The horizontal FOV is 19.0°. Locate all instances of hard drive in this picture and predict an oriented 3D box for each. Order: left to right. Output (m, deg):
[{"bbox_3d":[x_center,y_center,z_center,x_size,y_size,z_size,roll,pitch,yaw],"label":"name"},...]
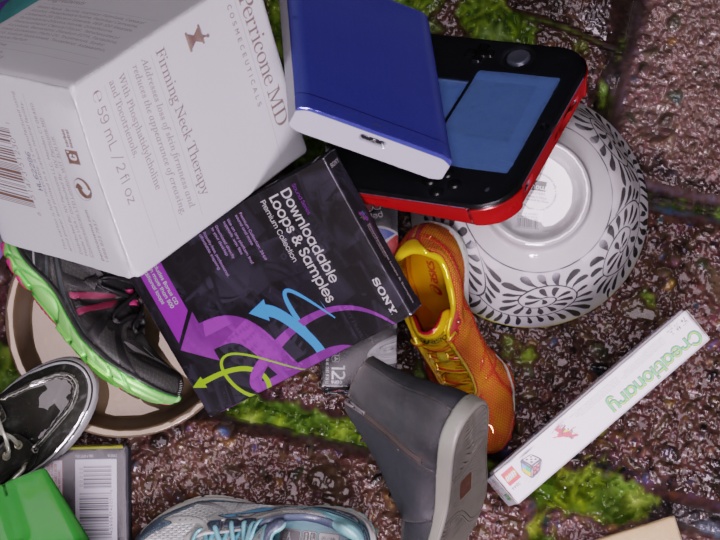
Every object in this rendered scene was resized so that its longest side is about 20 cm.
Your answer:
[{"bbox_3d":[0.001,-0.160,1.704,0.131,0.201,0.025,18,126,-19],"label":"hard drive"}]

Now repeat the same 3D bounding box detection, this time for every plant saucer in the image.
[{"bbox_3d":[-0.194,0.039,1.786,0.198,0.029,0.202,0,83,0],"label":"plant saucer"}]

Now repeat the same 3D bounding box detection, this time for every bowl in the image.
[{"bbox_3d":[0.140,-0.058,1.760,0.199,0.094,0.202,0,83,1],"label":"bowl"}]

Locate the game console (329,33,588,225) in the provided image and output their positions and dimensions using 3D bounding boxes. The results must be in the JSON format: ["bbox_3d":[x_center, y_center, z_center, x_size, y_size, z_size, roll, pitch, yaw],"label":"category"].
[{"bbox_3d":[0.075,-0.118,1.724,0.176,0.031,0.200,13,48,24],"label":"game console"}]

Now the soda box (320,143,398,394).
[{"bbox_3d":[0.000,0.000,1.766,0.063,0.071,0.202,0,83,0],"label":"soda box"}]

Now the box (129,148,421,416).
[{"bbox_3d":[-0.071,0.012,1.701,0.199,0.036,0.144,-28,98,20],"label":"box"}]

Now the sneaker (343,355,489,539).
[{"bbox_3d":[0.041,0.155,1.719,0.106,0.201,0.075,28,44,24],"label":"sneaker"}]

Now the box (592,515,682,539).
[{"bbox_3d":[0.186,0.307,1.754,0.199,0.021,0.165,-17,83,-2],"label":"box"}]

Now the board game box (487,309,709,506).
[{"bbox_3d":[0.187,0.112,1.724,0.200,0.126,0.035,-40,84,-3],"label":"board game box"}]

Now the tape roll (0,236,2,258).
[{"bbox_3d":[-0.386,-0.066,1.783,0.198,0.066,0.202,0,83,1],"label":"tape roll"}]

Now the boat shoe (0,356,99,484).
[{"bbox_3d":[-0.292,0.144,1.731,0.200,0.064,0.071,-42,85,-3],"label":"boat shoe"}]

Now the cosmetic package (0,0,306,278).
[{"bbox_3d":[-0.181,-0.126,1.668,0.200,0.166,0.168,-39,126,-35],"label":"cosmetic package"}]

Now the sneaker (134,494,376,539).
[{"bbox_3d":[-0.087,0.216,1.735,0.198,0.086,0.078,-5,83,0],"label":"sneaker"}]

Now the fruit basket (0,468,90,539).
[{"bbox_3d":[-0.282,0.284,1.683,0.214,0.156,0.217,0,70,1],"label":"fruit basket"}]

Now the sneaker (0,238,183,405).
[{"bbox_3d":[-0.207,0.025,1.736,0.084,0.077,0.200,-40,86,0],"label":"sneaker"}]

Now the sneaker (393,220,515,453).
[{"bbox_3d":[0.068,0.061,1.737,0.073,0.077,0.201,-15,106,28],"label":"sneaker"}]

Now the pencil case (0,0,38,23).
[{"bbox_3d":[-0.214,-0.237,1.790,0.200,0.085,0.093,-39,65,-3],"label":"pencil case"}]

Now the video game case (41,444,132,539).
[{"bbox_3d":[-0.277,0.245,1.766,0.179,0.026,0.202,-1,84,0],"label":"video game case"}]
